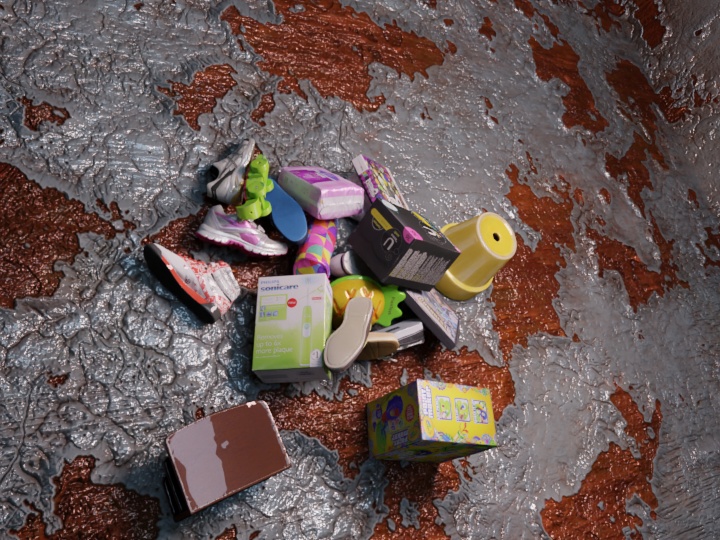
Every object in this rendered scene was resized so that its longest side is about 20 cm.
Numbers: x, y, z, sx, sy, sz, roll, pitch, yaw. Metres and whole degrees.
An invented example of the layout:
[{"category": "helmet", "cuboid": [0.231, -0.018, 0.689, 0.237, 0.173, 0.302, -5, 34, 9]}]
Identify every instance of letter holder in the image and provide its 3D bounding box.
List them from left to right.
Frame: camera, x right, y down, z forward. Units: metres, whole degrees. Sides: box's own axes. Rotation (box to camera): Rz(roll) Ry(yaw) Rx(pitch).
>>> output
[{"category": "letter holder", "cuboid": [-0.249, 0.332, 1.112, 0.199, 0.101, 0.143, -15, 73, -37]}]

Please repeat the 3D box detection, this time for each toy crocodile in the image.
[{"category": "toy crocodile", "cuboid": [-0.224, -0.178, 1.329, 0.061, 0.068, 0.201, -5, 46, 3]}]

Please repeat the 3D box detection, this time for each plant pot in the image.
[{"category": "plant pot", "cuboid": [0.292, -0.048, 1.603, 0.199, 0.189, 0.203, 15, 59, -27]}]

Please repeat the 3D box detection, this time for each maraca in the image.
[{"category": "maraca", "cuboid": [0.004, 0.074, 1.387, 0.198, 0.138, 0.107, 2, 29, -17]}]

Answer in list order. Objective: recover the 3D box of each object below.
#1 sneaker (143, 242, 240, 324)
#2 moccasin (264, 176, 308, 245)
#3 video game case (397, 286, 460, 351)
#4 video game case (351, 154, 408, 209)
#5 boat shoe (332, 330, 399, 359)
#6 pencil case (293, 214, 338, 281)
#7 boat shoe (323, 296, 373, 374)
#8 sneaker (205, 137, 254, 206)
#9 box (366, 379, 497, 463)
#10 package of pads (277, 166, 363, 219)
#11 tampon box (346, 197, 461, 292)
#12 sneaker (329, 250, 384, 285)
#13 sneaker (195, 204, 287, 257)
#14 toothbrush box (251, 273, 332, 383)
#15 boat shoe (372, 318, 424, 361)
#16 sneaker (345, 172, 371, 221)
[{"category": "sneaker", "cuboid": [-0.332, 0.003, 1.247, 0.202, 0.067, 0.108, 47, 49, -8]}, {"category": "moccasin", "cuboid": [-0.168, -0.128, 1.384, 0.080, 0.068, 0.201, -25, 59, -11]}, {"category": "video game case", "cuboid": [0.164, 0.081, 1.501, 0.200, 0.025, 0.181, 47, 19, -4]}, {"category": "video game case", "cuboid": [0.063, -0.189, 1.560, 0.183, 0.036, 0.200, 64, 20, 12]}, {"category": "boat shoe", "cuboid": [-0.017, 0.147, 1.326, 0.197, 0.074, 0.070, -6, 50, 6]}, {"category": "pencil case", "cuboid": [-0.097, -0.050, 1.387, 0.088, 0.088, 0.201, 29, 38, -18]}, {"category": "boat shoe", "cuboid": [-0.020, 0.137, 1.239, 0.071, 0.060, 0.201, 7, 39, 14]}, {"category": "sneaker", "cuboid": [-0.290, -0.233, 1.391, 0.087, 0.076, 0.201, 11, 47, -4]}, {"category": "box", "cuboid": [0.145, 0.323, 1.308, 0.191, 0.200, 0.123, 12, 60, -28]}, {"category": "package of pads", "cuboid": [-0.094, -0.180, 1.423, 0.119, 0.077, 0.200, -7, 26, -34]}, {"category": "tampon box", "cuboid": [0.100, -0.054, 1.408, 0.199, 0.127, 0.150, 13, 30, -52]}, {"category": "sneaker", "cuboid": [0.000, 0.000, 1.465, 0.199, 0.080, 0.077, 21, 59, -47]}, {"category": "sneaker", "cuboid": [-0.243, -0.084, 1.323, 0.198, 0.081, 0.089, 18, 81, -26]}, {"category": "toothbrush box", "cuboid": [-0.134, 0.117, 1.263, 0.144, 0.086, 0.202, -3, 61, 7]}, {"category": "boat shoe", "cuboid": [0.059, 0.171, 1.415, 0.198, 0.073, 0.069, -19, 106, -28]}, {"category": "sneaker", "cuboid": [0.009, -0.137, 1.555, 0.084, 0.073, 0.201, -34, 96, -6]}]
